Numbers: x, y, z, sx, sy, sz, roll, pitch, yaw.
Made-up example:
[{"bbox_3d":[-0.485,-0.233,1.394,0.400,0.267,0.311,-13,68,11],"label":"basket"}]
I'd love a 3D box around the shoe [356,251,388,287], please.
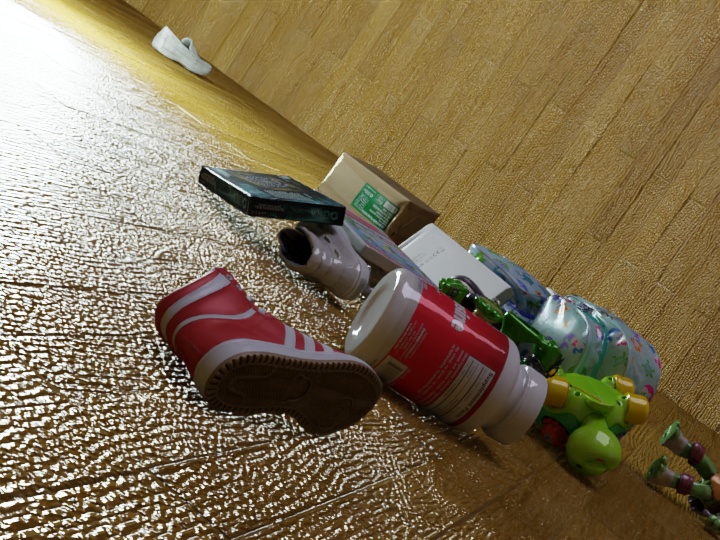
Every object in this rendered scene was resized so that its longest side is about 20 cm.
[{"bbox_3d":[0.000,0.000,1.748,0.200,0.053,0.070,43,-21,23],"label":"shoe"}]

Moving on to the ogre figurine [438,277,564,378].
[{"bbox_3d":[0.141,0.098,1.452,0.199,0.120,0.098,23,17,-51],"label":"ogre figurine"}]

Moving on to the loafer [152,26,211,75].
[{"bbox_3d":[-0.452,-0.566,3.201,0.070,0.070,0.200,40,9,36],"label":"loafer"}]

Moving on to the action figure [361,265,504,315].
[{"bbox_3d":[0.073,0.065,1.604,0.199,0.105,0.193,1,-26,43],"label":"action figure"}]

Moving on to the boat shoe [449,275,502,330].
[{"bbox_3d":[0.164,0.066,1.693,0.072,0.063,0.201,7,-38,36],"label":"boat shoe"}]

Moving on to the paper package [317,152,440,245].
[{"bbox_3d":[0.039,-0.140,2.570,0.200,0.104,0.190,39,10,24],"label":"paper package"}]

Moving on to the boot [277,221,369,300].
[{"bbox_3d":[-0.064,-0.035,1.562,0.095,0.074,0.200,30,6,-31],"label":"boot"}]

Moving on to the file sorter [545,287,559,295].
[{"bbox_3d":[0.370,0.140,2.177,0.138,0.125,0.200,34,8,-11],"label":"file sorter"}]

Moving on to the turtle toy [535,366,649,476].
[{"bbox_3d":[0.285,0.190,1.571,0.144,0.102,0.200,13,13,-5],"label":"turtle toy"}]

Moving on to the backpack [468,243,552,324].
[{"bbox_3d":[0.214,0.064,1.889,0.183,0.147,0.200,43,8,37],"label":"backpack"}]

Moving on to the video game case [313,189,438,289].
[{"bbox_3d":[0.017,-0.039,1.707,0.143,0.018,0.200,30,10,-34],"label":"video game case"}]

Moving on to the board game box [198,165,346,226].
[{"bbox_3d":[-0.120,-0.099,1.620,0.134,0.028,0.200,5,13,-26],"label":"board game box"}]

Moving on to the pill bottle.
[{"bbox_3d":[0.091,0.094,1.283,0.199,0.113,0.112,33,7,-13],"label":"pill bottle"}]

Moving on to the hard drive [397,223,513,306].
[{"bbox_3d":[0.112,0.019,1.804,0.200,0.132,0.027,42,-18,46],"label":"hard drive"}]

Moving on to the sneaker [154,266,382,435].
[{"bbox_3d":[-0.070,0.061,0.937,0.112,0.071,0.199,44,13,36],"label":"sneaker"}]

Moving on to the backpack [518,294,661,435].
[{"bbox_3d":[0.317,0.139,1.744,0.150,0.178,0.200,27,9,-39],"label":"backpack"}]

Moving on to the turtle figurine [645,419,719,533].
[{"bbox_3d":[0.530,0.304,1.792,0.193,0.145,0.200,31,4,1],"label":"turtle figurine"}]
